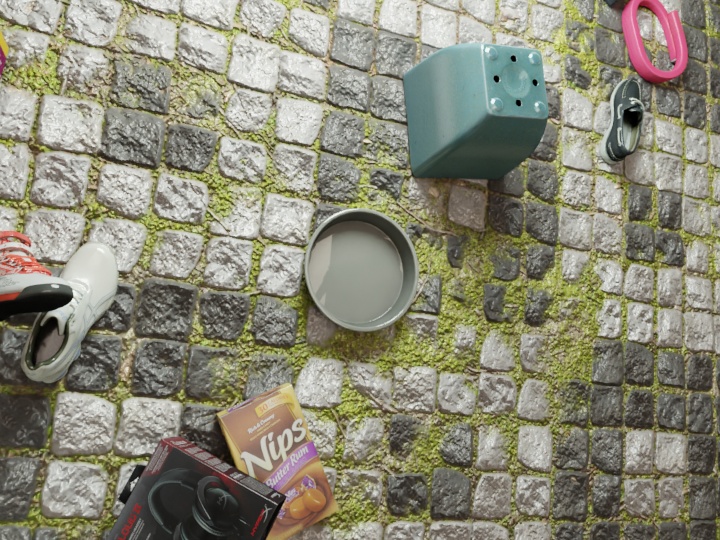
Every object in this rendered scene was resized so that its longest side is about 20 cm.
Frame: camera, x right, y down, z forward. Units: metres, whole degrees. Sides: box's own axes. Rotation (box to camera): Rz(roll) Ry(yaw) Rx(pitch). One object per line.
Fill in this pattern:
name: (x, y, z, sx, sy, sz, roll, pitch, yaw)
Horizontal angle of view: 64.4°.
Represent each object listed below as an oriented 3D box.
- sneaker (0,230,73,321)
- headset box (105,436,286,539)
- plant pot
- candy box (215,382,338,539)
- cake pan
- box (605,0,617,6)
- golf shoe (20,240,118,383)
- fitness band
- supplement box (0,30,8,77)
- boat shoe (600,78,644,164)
sneaker: (-0.426, -0.002, 0.705, 0.067, 0.200, 0.109, 20, 64, -54)
headset box: (-0.221, 0.324, 0.754, 0.199, 0.077, 0.150, 26, 78, 8)
plant pot: (0.208, -0.279, 0.972, 0.194, 0.200, 0.198, -2, 83, -22)
candy box: (-0.124, 0.282, 0.843, 0.116, 0.056, 0.201, -21, 89, -21)
cake pan: (0.000, 0.000, 0.939, 0.199, 0.037, 0.202, 3, 81, -20)
box: (0.557, -0.702, 1.244, 0.158, 0.051, 0.200, 45, 70, -8)
golf shoe: (-0.380, 0.051, 0.756, 0.078, 0.097, 0.201, 22, 74, -15)
fitness band: (0.648, -0.513, 1.263, 0.143, 0.037, 0.202, -11, 86, -19)
supplement box: (-0.552, -0.238, 0.728, 0.130, 0.103, 0.202, 11, 79, -20)
boat shoe: (0.556, -0.316, 1.184, 0.075, 0.060, 0.202, 20, 76, -17)
